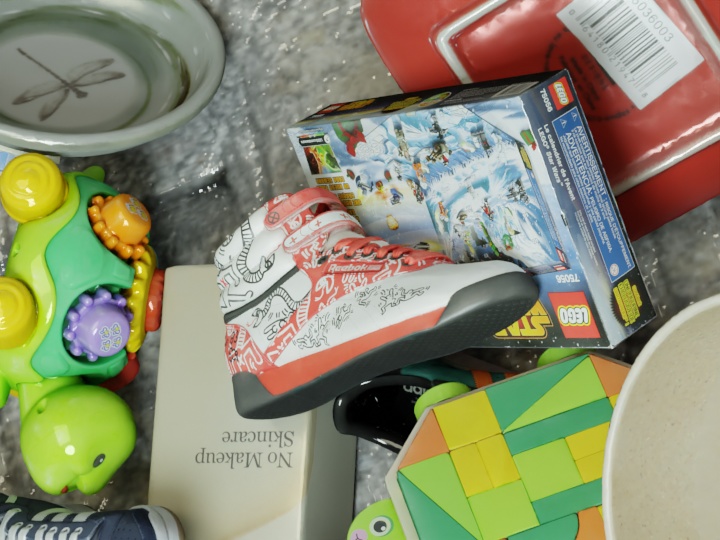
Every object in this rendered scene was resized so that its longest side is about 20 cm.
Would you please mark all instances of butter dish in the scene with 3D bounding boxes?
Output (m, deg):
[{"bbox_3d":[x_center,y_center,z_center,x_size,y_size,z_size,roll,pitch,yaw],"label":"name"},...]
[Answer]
[{"bbox_3d":[0.133,-0.134,1.179,0.199,0.148,0.200,-29,107,22],"label":"butter dish"}]

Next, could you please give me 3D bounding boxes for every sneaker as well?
[{"bbox_3d":[-0.178,0.158,1.195,0.200,0.108,0.071,-4,77,61],"label":"sneaker"},{"bbox_3d":[-0.001,0.000,1.129,0.201,0.067,0.109,-25,71,39],"label":"sneaker"},{"bbox_3d":[0.077,0.088,1.162,0.199,0.080,0.072,8,111,29],"label":"sneaker"}]

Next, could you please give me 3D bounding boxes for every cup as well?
[{"bbox_3d":[0.227,0.104,0.967,0.200,0.143,0.202,8,101,52],"label":"cup"}]

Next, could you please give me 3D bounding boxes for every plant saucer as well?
[{"bbox_3d":[-0.183,-0.122,1.314,0.200,0.200,0.050,36,136,26],"label":"plant saucer"}]

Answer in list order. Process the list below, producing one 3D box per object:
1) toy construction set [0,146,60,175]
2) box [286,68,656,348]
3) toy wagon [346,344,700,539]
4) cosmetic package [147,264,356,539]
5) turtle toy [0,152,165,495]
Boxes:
[{"bbox_3d":[-0.267,-0.028,1.332,0.131,0.092,0.201,-11,47,56],"label":"toy construction set"},{"bbox_3d":[0.054,-0.028,1.135,0.199,0.040,0.138,-2,114,53],"label":"box"},{"bbox_3d":[0.074,0.118,1.069,0.199,0.040,0.156,-18,52,-4],"label":"toy wagon"},{"bbox_3d":[-0.060,0.100,1.233,0.103,0.073,0.201,-4,74,23],"label":"cosmetic package"},{"bbox_3d":[-0.168,0.032,1.264,0.100,0.146,0.201,9,72,2],"label":"turtle toy"}]
